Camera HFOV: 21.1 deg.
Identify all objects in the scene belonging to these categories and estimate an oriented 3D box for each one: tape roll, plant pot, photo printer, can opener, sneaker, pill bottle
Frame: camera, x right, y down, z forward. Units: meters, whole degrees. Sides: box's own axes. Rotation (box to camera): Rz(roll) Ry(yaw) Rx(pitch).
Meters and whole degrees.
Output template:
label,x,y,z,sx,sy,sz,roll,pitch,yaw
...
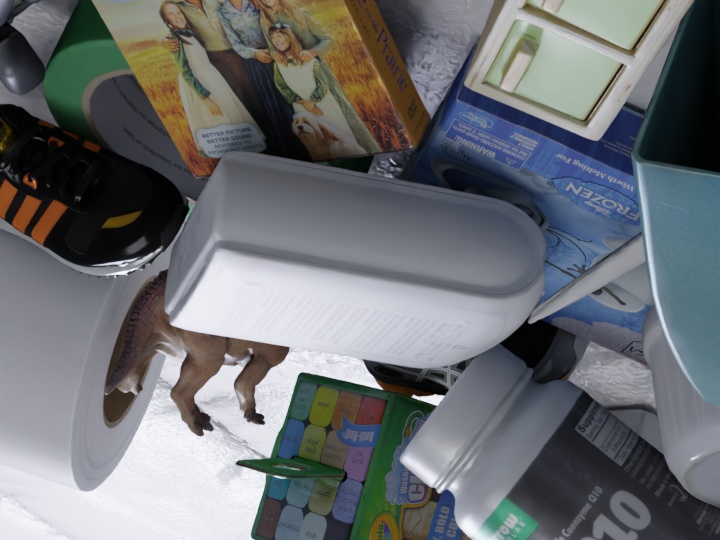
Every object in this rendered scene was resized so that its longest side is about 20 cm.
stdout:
label,x,y,z,sx,sy,sz,roll,pitch,yaw
tape roll,-0.089,-0.092,1.146,0.199,0.048,0.201,17,153,9
plant pot,0.213,-0.021,0.906,0.140,0.142,0.201,13,143,18
tape roll,-0.217,0.034,1.310,0.138,0.204,0.203,17,154,10
photo printer,0.000,0.000,1.088,0.198,0.070,0.166,10,161,-12
can opener,-0.182,-0.140,1.043,0.067,0.053,0.200,56,168,-7
sneaker,-0.193,-0.056,1.155,0.199,0.070,0.090,18,161,40
sneaker,0.063,0.044,1.261,0.199,0.079,0.077,-4,139,44
pill bottle,0.129,0.139,1.165,0.199,0.113,0.113,38,155,5

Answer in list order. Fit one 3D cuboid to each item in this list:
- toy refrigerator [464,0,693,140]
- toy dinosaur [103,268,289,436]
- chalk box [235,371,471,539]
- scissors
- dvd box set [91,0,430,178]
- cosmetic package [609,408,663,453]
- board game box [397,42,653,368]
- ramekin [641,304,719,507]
label,x,y,z,sx,sy,sz,roll,pitch,yaw
toy refrigerator,0.112,-0.139,0.877,0.075,0.070,0.200,22,155,-3
toy dinosaur,-0.088,0.024,1.242,0.199,0.137,0.086,-6,-151,-38
chalk box,0.014,0.144,1.302,0.199,0.125,0.124,21,173,-34
scissors,0.172,-0.020,1.017,0.073,0.014,0.200,31,121,-12
dvd box set,-0.066,-0.138,0.992,0.145,0.030,0.201,-5,131,28
cosmetic package,0.165,0.229,1.392,0.165,0.201,0.164,38,150,-32
board game box,0.122,-0.029,1.109,0.199,0.044,0.199,23,155,-4
ramekin,0.258,0.075,1.092,0.200,0.095,0.203,4,156,2
